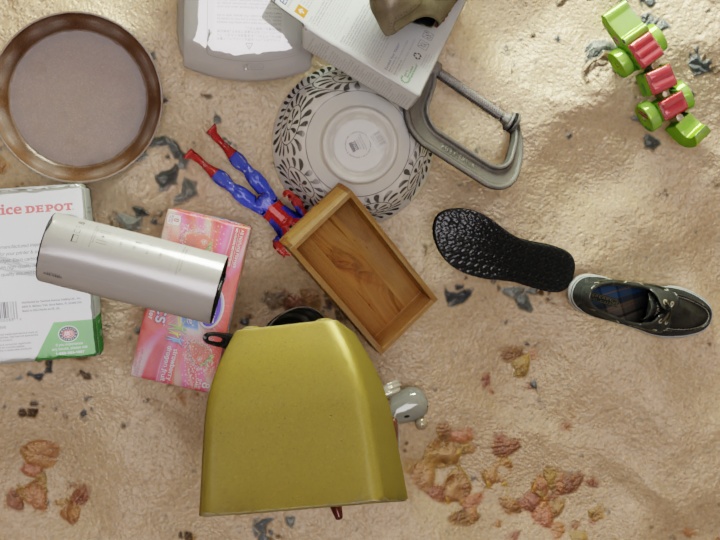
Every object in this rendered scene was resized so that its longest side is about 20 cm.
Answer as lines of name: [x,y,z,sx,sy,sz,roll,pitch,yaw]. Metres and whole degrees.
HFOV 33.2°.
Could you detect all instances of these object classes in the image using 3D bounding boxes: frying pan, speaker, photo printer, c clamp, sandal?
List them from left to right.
speaker: [-0.249,-0.002,1.331,0.200,0.081,0.081,14,92,-3]
photo printer: [-0.132,-0.324,1.419,0.166,0.069,0.200,0,94,-8]
frying pan: [-0.113,0.103,1.431,0.190,0.031,0.115,-14,115,-38]
c clamp: [0.127,-0.196,1.454,0.200,0.027,0.171,36,55,-17]
sandal: [0.171,-0.020,1.496,0.200,0.048,0.075,21,90,-21]

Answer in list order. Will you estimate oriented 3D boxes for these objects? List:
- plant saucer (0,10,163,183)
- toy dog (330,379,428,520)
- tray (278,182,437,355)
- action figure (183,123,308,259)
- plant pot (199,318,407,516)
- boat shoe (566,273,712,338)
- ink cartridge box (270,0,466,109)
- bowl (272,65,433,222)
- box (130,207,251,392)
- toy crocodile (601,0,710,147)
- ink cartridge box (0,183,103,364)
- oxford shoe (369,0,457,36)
plant saucer: [-0.333,-0.203,1.423,0.200,0.034,0.200,0,93,-7]
toy dog: [0.004,0.226,1.458,0.200,0.132,0.096,-35,75,6]
tray: [0.000,0.000,1.432,0.099,0.037,0.200,-44,123,-6]
action figure: [-0.118,-0.084,1.428,0.200,0.099,0.065,43,89,-10]
plant pot: [-0.063,0.161,1.322,0.194,0.196,0.200,-6,78,9]
boat shoe: [0.356,0.048,1.506,0.200,0.057,0.069,10,94,-14]
ink cartridge box: [0.012,-0.312,1.405,0.200,0.041,0.200,32,57,-9]
bowl: [-0.005,-0.148,1.432,0.201,0.094,0.201,-1,97,-5]
box: [-0.197,0.034,1.424,0.103,0.095,0.200,14,92,-5]
toy crocodile: [0.363,-0.240,1.490,0.067,0.062,0.200,-30,97,-4]
ink cartridge box: [-0.381,0.003,1.406,0.146,0.083,0.200,-4,94,-7]
oxford shoe: [0.083,-0.319,1.392,0.200,0.070,0.075,-24,107,-36]
